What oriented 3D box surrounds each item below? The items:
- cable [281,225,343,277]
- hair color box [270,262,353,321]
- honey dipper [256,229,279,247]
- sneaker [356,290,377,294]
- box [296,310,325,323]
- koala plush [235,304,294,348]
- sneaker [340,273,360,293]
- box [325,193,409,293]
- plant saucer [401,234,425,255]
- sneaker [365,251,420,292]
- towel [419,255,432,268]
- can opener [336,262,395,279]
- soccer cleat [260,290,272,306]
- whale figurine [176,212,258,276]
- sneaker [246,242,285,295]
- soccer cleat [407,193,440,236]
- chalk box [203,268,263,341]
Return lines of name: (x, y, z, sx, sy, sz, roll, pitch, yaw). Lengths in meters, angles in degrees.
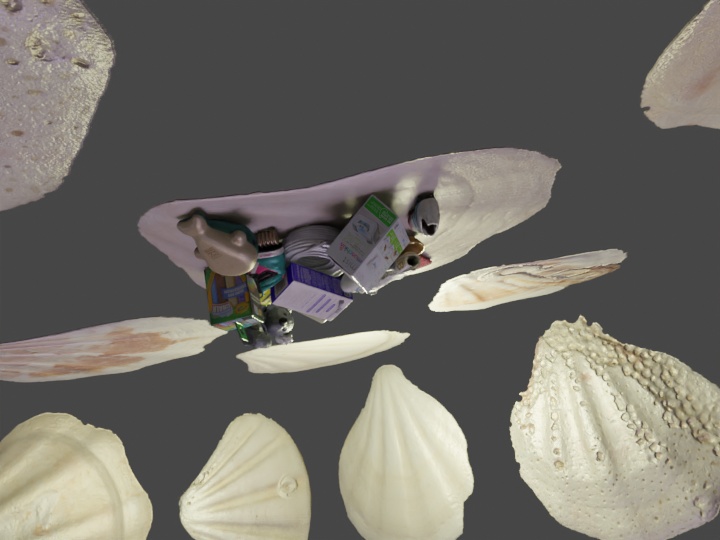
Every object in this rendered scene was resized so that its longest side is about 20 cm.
cable: (-0.118, -0.043, 1.594, 0.194, 0.071, 0.200, -9, 154, 18)
hair color box: (-0.128, 0.059, 1.621, 0.196, 0.066, 0.109, 21, 132, -35)
honey dipper: (-0.295, -0.062, 1.512, 0.194, 0.039, 0.038, -13, 165, 10)
sneaker: (-0.013, 0.019, 1.804, 0.196, 0.084, 0.074, 16, 165, -41)
box: (-0.137, 0.077, 1.786, 0.094, 0.079, 0.200, -38, 153, 7)
koala plush: (-0.313, 0.173, 2.102, 0.195, 0.184, 0.182, 0, 173, -37)
sneaker: (0.020, -0.021, 1.611, 0.199, 0.072, 0.073, -42, 149, -15)
box: (0.024, -0.056, 1.484, 0.178, 0.096, 0.200, -50, 163, -2)
plant saucer: (0.090, -0.063, 1.783, 0.193, 0.037, 0.201, -10, 164, -3)
sneaker: (0.086, -0.005, 1.765, 0.197, 0.075, 0.115, -22, 172, -38)
towel: (0.139, -0.023, 1.989, 0.141, 0.023, 0.199, -20, 164, 21)
can opener: (0.000, 0.000, 1.692, 0.194, 0.068, 0.053, -12, 151, 12)
soccer cleat: (-0.262, 0.063, 1.962, 0.193, 0.066, 0.085, -3, 134, -12)
whale figurine: (-0.315, -0.075, 1.385, 0.156, 0.106, 0.199, -19, 138, 32)
sneaker: (-0.271, 0.003, 1.552, 0.194, 0.124, 0.084, -5, -158, 19)
soccer cleat: (0.159, -0.117, 1.547, 0.068, 0.089, 0.201, -10, 165, -3)
chalk box: (-0.347, 0.095, 1.709, 0.120, 0.206, 0.125, -11, 165, 4)
